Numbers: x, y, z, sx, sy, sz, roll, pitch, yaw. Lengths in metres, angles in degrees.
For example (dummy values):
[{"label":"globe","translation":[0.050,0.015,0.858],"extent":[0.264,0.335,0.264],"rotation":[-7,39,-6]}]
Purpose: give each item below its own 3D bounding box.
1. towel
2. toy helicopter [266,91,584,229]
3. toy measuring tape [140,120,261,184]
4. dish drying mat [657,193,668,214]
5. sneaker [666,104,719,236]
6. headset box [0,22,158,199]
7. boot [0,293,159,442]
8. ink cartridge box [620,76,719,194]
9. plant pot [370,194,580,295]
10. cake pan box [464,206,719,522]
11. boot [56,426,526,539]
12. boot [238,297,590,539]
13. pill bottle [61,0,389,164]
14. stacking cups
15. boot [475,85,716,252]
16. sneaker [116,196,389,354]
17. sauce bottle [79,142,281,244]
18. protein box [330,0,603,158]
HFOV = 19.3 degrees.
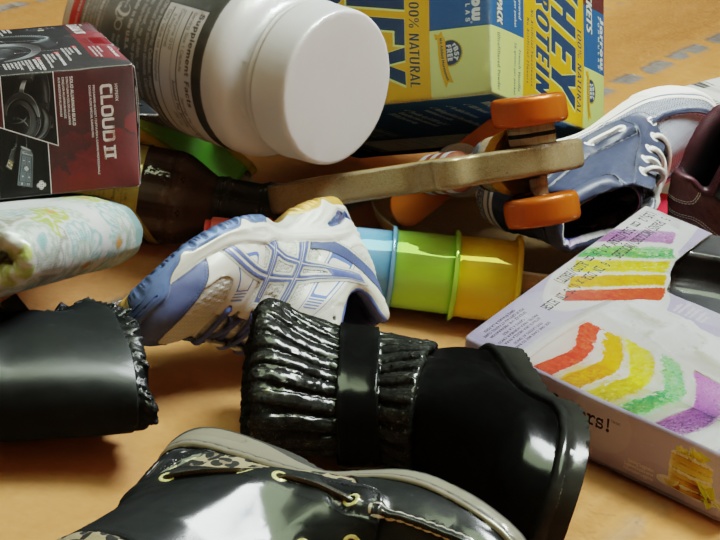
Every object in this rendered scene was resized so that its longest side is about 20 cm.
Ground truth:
[{"label":"towel","translation":[-0.239,-0.009,1.166],"extent":[0.199,0.048,0.171],"rotation":[-3,8,14]},{"label":"toy helicopter","translation":[0.041,-0.062,1.330],"extent":[0.199,0.079,0.132],"rotation":[-9,6,0]},{"label":"toy measuring tape","translation":[-0.099,-0.074,1.418],"extent":[0.200,0.074,0.073],"rotation":[26,28,36]},{"label":"dish drying mat","translation":[0.277,-0.024,1.423],"extent":[0.199,0.018,0.077],"rotation":[10,21,25]},{"label":"sneaker","translation":[0.278,-0.065,1.346],"extent":[0.199,0.116,0.076],"rotation":[-22,35,-22]},{"label":"headset box","translation":[-0.222,-0.093,1.248],"extent":[0.199,0.078,0.149],"rotation":[-6,18,-17]},{"label":"boot","translation":[-0.180,0.068,1.048],"extent":[0.162,0.074,0.198],"rotation":[-1,20,-21]},{"label":"ink cartridge box","translation":[0.298,-0.082,1.585],"extent":[0.146,0.085,0.200],"rotation":[24,26,34]},{"label":"plant pot","translation":[0.103,-0.026,1.448],"extent":[0.199,0.028,0.200],"rotation":[7,22,-3]},{"label":"cake pan box","translation":[0.188,0.047,1.224],"extent":[0.184,0.052,0.200],"rotation":[27,41,32]},{"label":"boot","translation":[-0.041,0.139,0.933],"extent":[0.203,0.074,0.154],"rotation":[14,24,27]},{"label":"boot","translation":[0.020,0.081,1.080],"extent":[0.157,0.080,0.211],"rotation":[12,11,-13]},{"label":"pill bottle","translation":[-0.085,-0.137,1.332],"extent":[0.200,0.114,0.114],"rotation":[20,24,39]},{"label":"stacking cups","translation":[0.000,0.000,1.319],"extent":[0.199,0.061,0.061],"rotation":[4,22,1]},{"label":"boot","translation":[0.182,-0.062,1.414],"extent":[0.199,0.073,0.090],"rotation":[-24,31,-25]},{"label":"sneaker","translation":[-0.051,0.018,1.198],"extent":[0.200,0.075,0.088],"rotation":[-21,76,-50]},{"label":"sauce bottle","translation":[-0.146,-0.051,1.358],"extent":[0.199,0.065,0.065],"rotation":[10,22,3]},{"label":"protein box","translation":[0.041,-0.162,1.457],"extent":[0.199,0.136,0.198],"rotation":[-4,-7,28]}]
